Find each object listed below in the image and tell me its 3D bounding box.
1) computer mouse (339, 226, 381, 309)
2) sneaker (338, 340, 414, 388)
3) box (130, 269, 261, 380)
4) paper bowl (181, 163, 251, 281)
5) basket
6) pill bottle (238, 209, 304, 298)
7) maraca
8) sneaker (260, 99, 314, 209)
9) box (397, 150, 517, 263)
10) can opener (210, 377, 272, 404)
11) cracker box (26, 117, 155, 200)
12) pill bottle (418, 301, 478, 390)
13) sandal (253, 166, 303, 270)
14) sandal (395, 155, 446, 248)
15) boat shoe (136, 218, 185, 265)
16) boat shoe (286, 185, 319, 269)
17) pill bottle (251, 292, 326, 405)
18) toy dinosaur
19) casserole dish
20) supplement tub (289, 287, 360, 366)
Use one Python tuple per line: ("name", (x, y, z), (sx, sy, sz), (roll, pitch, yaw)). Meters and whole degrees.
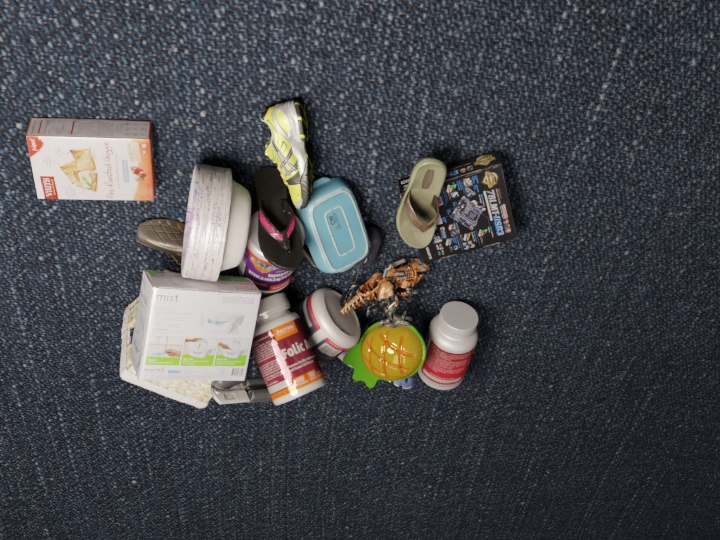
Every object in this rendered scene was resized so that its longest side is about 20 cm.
("computer mouse", (0.000, 0.000, 1.677), (0.058, 0.034, 0.201), (-3, 125, -29))
("sneaker", (0.051, 0.177, 1.876), (0.198, 0.081, 0.116), (23, 105, -11))
("box", (-0.298, 0.101, 1.496), (0.199, 0.097, 0.178), (4, 107, -28))
("paper bowl", (-0.253, -0.081, 1.461), (0.104, 0.201, 0.201), (7, 134, -16))
("basket", (-0.359, 0.134, 1.672), (0.199, 0.199, 0.161), (27, 122, -31))
("pill bottle", (-0.174, -0.025, 1.577), (0.111, 0.112, 0.200), (3, 153, -12))
("maraca", (0.051, 0.179, 1.784), (0.199, 0.107, 0.138), (-27, 93, 29))
("sneaker", (-0.124, -0.202, 1.453), (0.076, 0.076, 0.201), (-3, 119, 6))
("box", (0.191, -0.118, 1.610), (0.197, 0.050, 0.201), (-17, 134, 7))
("can opener", (-0.208, 0.229, 1.653), (0.199, 0.053, 0.067), (2, 137, -43))
("cracker box", (-0.456, -0.188, 1.421), (0.199, 0.058, 0.134), (0, 135, -9))
("pill bottle", (0.199, 0.166, 1.857), (0.111, 0.113, 0.201), (1, 136, -11))
("sandal", (-0.149, -0.096, 1.470), (0.075, 0.201, 0.045), (-9, 165, -19))
("sandal", (0.112, -0.117, 1.528), (0.079, 0.058, 0.202), (0, 134, -8))
("boat shoe", (-0.331, -0.039, 1.584), (0.199, 0.075, 0.073), (14, 131, -21))
("boat shoe", (-0.097, -0.084, 1.585), (0.071, 0.068, 0.201), (-15, 134, 7))
("pill bottle", (-0.155, 0.153, 1.637), (0.114, 0.201, 0.114), (-23, 176, -2))
("toy dinosaur", (0.051, 0.041, 1.716), (0.199, 0.102, 0.136), (-10, 132, -3))
("casserole dish", (-0.045, -0.079, 1.562), (0.121, 0.039, 0.201), (-29, 121, -17))
("supplement tub", (-0.112, 0.141, 1.757), (0.200, 0.141, 0.140), (-34, 131, 24))
